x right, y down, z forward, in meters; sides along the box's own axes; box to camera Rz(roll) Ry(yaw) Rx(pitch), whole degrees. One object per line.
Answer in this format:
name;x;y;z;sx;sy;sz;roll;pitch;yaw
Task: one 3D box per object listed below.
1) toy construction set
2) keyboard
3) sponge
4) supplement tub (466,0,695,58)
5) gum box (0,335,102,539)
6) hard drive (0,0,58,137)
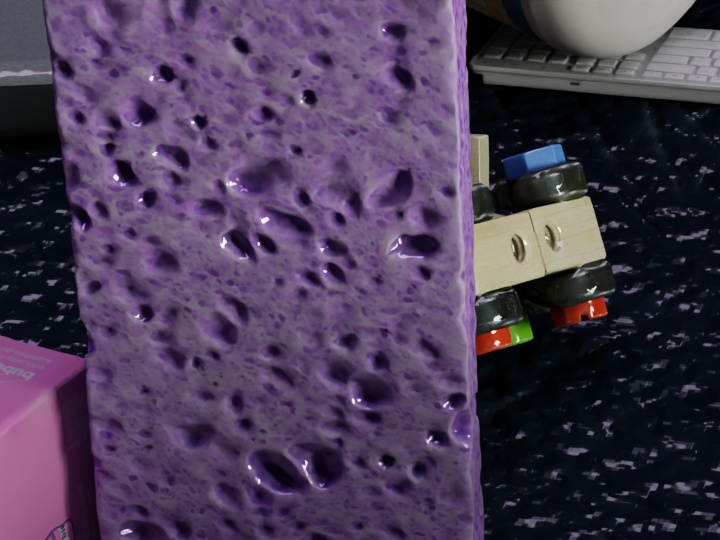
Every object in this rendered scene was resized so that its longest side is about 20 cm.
toy construction set;0.000;0.000;0.923;0.131;0.093;0.200;-16;14;33
keyboard;0.143;-0.077;1.098;0.199;0.011;0.056;6;32;18
sponge;-0.024;-0.002;0.807;0.111;0.201;0.030;1;28;9
supplement tub;0.040;-0.180;1.109;0.199;0.145;0.144;28;42;28
gum box;-0.187;0.058;0.860;0.199;0.066;0.113;13;33;29
hard drive;-0.102;-0.096;1.146;0.199;0.033;0.140;-3;31;5
